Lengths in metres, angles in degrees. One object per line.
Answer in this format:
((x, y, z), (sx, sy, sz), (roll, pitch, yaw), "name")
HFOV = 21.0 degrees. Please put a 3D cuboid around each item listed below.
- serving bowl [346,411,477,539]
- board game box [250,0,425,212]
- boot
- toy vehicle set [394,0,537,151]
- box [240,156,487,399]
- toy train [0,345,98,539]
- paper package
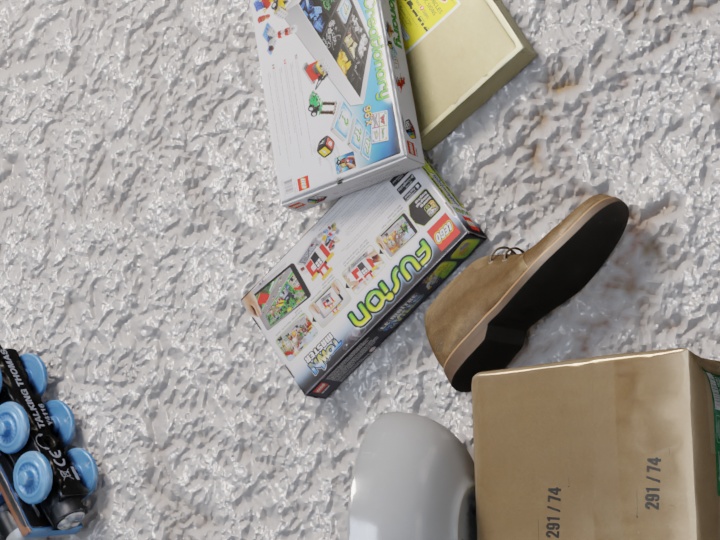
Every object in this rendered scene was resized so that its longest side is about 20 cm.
((0.057, 0.204, 1.453), (0.065, 0.200, 0.202), (-6, 78, 21), "serving bowl")
((-0.022, -0.163, 1.617), (0.126, 0.035, 0.201), (-19, 70, 28), "board game box")
((0.124, 0.001, 1.522), (0.200, 0.073, 0.076), (-46, 53, 19), "boot")
((0.048, -0.216, 1.625), (0.124, 0.026, 0.201), (-40, 64, 19), "toy vehicle set")
((0.000, 0.000, 1.612), (0.200, 0.035, 0.110), (-45, 63, 17), "box")
((-0.315, 0.161, 1.747), (0.114, 0.086, 0.201), (-44, 65, 27), "toy train")
((0.185, 0.169, 1.434), (0.190, 0.103, 0.201), (-8, 77, 29), "paper package")
